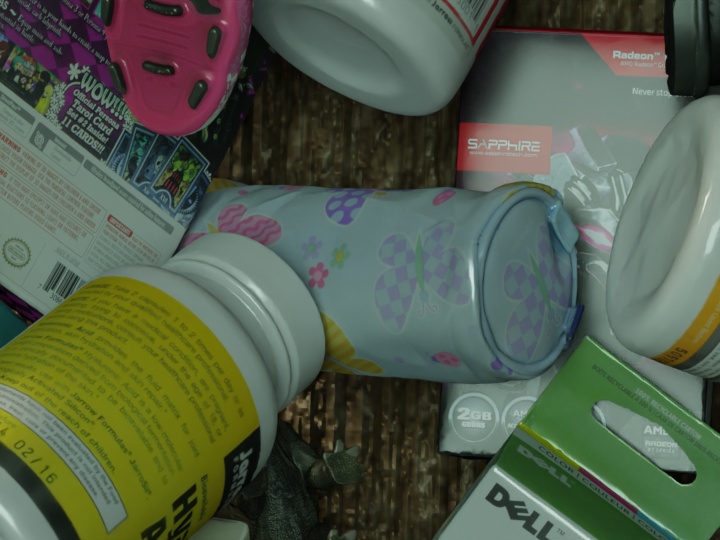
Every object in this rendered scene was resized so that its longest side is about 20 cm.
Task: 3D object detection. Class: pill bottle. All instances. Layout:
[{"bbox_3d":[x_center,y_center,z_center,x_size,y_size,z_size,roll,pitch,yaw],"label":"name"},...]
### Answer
[{"bbox_3d":[0.037,-0.180,1.133,0.112,0.112,0.201,27,73,11],"label":"pill bottle"},{"bbox_3d":[-0.104,0.067,1.044,0.111,0.200,0.112,23,133,27],"label":"pill bottle"},{"bbox_3d":[0.215,0.010,1.080,0.199,0.116,0.117,20,91,-13],"label":"pill bottle"}]

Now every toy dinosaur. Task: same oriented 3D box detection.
[{"bbox_3d":[-0.041,0.121,1.169,0.077,0.102,0.201,-22,99,-19],"label":"toy dinosaur"}]

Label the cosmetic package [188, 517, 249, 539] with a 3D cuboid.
[{"bbox_3d":[-0.090,0.212,1.109,0.072,0.104,0.201,8,125,12],"label":"cosmetic package"}]

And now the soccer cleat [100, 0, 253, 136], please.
[{"bbox_3d":[-0.065,-0.160,1.073,0.069,0.086,0.202,8,107,24],"label":"soccer cleat"}]

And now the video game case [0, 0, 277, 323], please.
[{"bbox_3d":[-0.137,-0.085,1.087,0.036,0.200,0.182,12,70,47],"label":"video game case"}]

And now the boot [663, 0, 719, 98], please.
[{"bbox_3d":[0.216,-0.163,1.101,0.156,0.080,0.213,7,62,12],"label":"boot"}]

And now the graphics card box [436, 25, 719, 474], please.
[{"bbox_3d":[0.104,-0.010,1.160,0.124,0.051,0.202,4,89,11],"label":"graphics card box"}]

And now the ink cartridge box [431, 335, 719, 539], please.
[{"bbox_3d":[0.080,0.142,1.120,0.104,0.059,0.201,36,109,2],"label":"ink cartridge box"}]

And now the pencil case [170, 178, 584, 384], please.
[{"bbox_3d":[0.000,0.000,1.127,0.199,0.083,0.091,1,61,37],"label":"pencil case"}]

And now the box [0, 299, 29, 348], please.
[{"bbox_3d":[-0.195,0.020,1.096,0.082,0.200,0.049,26,78,18],"label":"box"}]
